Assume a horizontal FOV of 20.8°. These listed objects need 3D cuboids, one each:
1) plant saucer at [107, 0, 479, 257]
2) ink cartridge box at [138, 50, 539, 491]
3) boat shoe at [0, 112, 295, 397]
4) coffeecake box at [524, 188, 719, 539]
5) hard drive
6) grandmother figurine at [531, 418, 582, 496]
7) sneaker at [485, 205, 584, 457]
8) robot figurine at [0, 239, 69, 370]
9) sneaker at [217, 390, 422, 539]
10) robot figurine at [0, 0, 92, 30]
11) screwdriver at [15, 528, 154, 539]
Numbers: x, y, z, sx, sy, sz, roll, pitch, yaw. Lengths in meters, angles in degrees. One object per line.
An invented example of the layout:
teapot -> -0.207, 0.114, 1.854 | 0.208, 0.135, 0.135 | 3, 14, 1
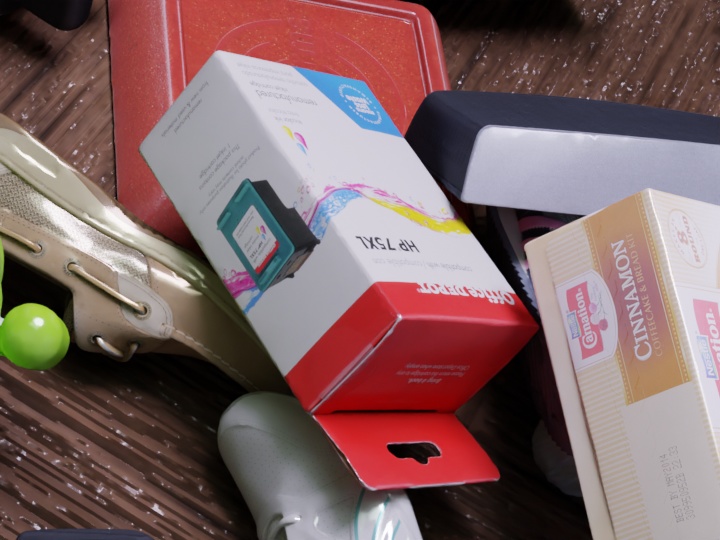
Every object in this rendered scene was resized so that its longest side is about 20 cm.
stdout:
plant saucer -> -0.031, -0.087, 1.044 | 0.199, 0.037, 0.200 | 7, 50, -19
ink cartridge box -> 0.000, 0.000, 0.885 | 0.116, 0.067, 0.200 | 4, 45, -54
boat shoe -> -0.112, 0.010, 0.910 | 0.200, 0.071, 0.065 | 38, 81, -3
coffeecake box -> 0.176, 0.058, 0.892 | 0.200, 0.073, 0.154 | 9, 63, -47
hard drive -> 0.131, -0.055, 0.979 | 0.199, 0.042, 0.135 | 5, 14, -14
grandmother figurine -> 0.166, 0.059, 1.005 | 0.200, 0.061, 0.121 | -26, 51, -35
sneaker -> 0.113, 0.014, 0.959 | 0.082, 0.070, 0.200 | -8, 35, -3
robot figurine -> -0.209, 0.031, 0.802 | 0.175, 0.116, 0.200 | 6, 49, -6
sneaker -> -0.008, 0.137, 0.843 | 0.080, 0.070, 0.200 | -23, 66, -35
robot figurine -> -0.203, -0.212, 1.002 | 0.200, 0.125, 0.150 | 36, 14, 6
screwdriver -> -0.047, 0.120, 0.815 | 0.199, 0.028, 0.029 | -3, 93, 6
